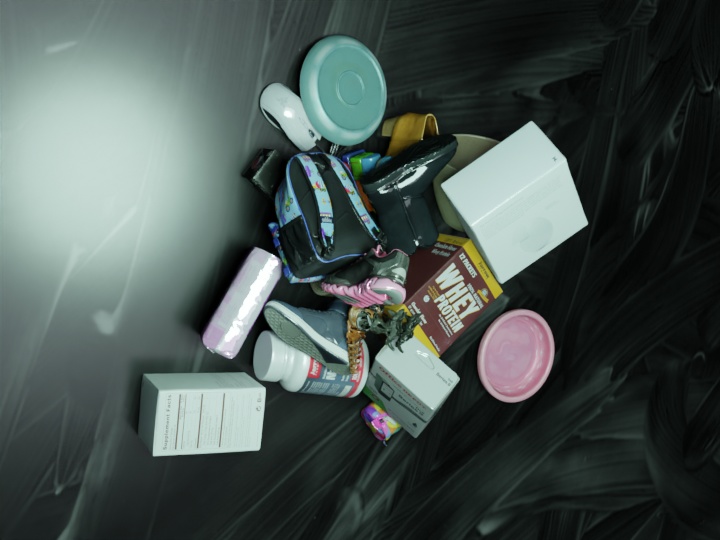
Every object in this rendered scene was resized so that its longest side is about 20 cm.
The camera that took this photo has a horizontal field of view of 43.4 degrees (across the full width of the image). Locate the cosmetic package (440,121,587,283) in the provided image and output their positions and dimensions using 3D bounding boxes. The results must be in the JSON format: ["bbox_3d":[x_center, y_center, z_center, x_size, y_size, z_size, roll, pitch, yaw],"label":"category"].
[{"bbox_3d":[0.278,-0.120,1.625,0.198,0.124,0.200,-34,142,3],"label":"cosmetic package"}]

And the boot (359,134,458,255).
[{"bbox_3d":[0.109,-0.131,1.634,0.198,0.076,0.170,-30,120,-8],"label":"boot"}]

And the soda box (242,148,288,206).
[{"bbox_3d":[-0.120,-0.134,1.662,0.200,0.063,0.071,43,78,-28],"label":"soda box"}]

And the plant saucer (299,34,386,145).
[{"bbox_3d":[-0.023,-0.335,1.676,0.198,0.027,0.204,-1,91,-38],"label":"plant saucer"}]

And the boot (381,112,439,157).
[{"bbox_3d":[0.092,-0.195,1.715,0.070,0.143,0.205,-6,101,-32],"label":"boot"}]

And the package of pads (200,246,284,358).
[{"bbox_3d":[-0.210,0.056,1.612,0.075,0.120,0.202,30,85,-10],"label":"package of pads"}]

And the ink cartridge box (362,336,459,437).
[{"bbox_3d":[0.090,0.213,1.695,0.145,0.201,0.084,40,67,12],"label":"ink cartridge box"}]

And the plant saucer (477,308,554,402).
[{"bbox_3d":[0.330,0.181,1.963,0.197,0.051,0.205,-5,102,-26],"label":"plant saucer"}]

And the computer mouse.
[{"bbox_3d":[-0.103,-0.259,1.660,0.200,0.044,0.110,42,80,-27],"label":"computer mouse"}]

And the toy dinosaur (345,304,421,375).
[{"bbox_3d":[0.026,0.080,1.588,0.102,0.134,0.203,-25,131,-56],"label":"toy dinosaur"}]

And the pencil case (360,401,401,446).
[{"bbox_3d":[0.094,0.262,1.830,0.199,0.088,0.089,-36,113,-21],"label":"pencil case"}]

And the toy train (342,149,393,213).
[{"bbox_3d":[0.030,-0.123,1.705,0.084,0.115,0.204,-24,113,-38],"label":"toy train"}]

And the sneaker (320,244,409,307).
[{"bbox_3d":[0.012,0.006,1.512,0.078,0.198,0.097,28,71,-36],"label":"sneaker"}]

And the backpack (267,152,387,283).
[{"bbox_3d":[-0.074,-0.096,1.575,0.181,0.134,0.203,-12,75,-46],"label":"backpack"}]

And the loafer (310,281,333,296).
[{"bbox_3d":[0.000,0.000,1.732,0.197,0.076,0.069,-24,149,-1],"label":"loafer"}]

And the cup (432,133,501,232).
[{"bbox_3d":[0.224,-0.161,1.786,0.197,0.201,0.145,-7,126,-26],"label":"cup"}]

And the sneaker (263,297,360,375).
[{"bbox_3d":[-0.073,0.076,1.629,0.201,0.077,0.148,37,56,-21],"label":"sneaker"}]

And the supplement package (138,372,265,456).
[{"bbox_3d":[-0.284,0.252,1.613,0.197,0.116,0.120,3,98,-28],"label":"supplement package"}]

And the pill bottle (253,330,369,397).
[{"bbox_3d":[-0.094,0.170,1.697,0.197,0.119,0.122,9,95,-29],"label":"pill bottle"}]

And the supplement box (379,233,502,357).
[{"bbox_3d":[0.125,0.043,1.746,0.200,0.197,0.134,-43,114,-15],"label":"supplement box"}]
